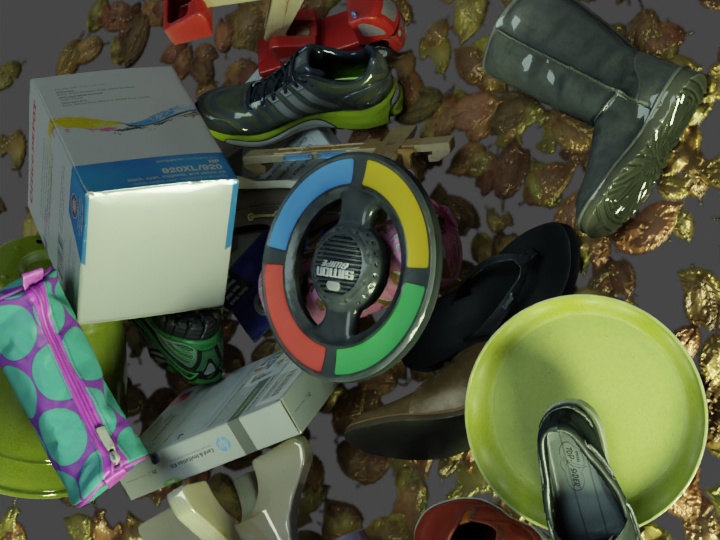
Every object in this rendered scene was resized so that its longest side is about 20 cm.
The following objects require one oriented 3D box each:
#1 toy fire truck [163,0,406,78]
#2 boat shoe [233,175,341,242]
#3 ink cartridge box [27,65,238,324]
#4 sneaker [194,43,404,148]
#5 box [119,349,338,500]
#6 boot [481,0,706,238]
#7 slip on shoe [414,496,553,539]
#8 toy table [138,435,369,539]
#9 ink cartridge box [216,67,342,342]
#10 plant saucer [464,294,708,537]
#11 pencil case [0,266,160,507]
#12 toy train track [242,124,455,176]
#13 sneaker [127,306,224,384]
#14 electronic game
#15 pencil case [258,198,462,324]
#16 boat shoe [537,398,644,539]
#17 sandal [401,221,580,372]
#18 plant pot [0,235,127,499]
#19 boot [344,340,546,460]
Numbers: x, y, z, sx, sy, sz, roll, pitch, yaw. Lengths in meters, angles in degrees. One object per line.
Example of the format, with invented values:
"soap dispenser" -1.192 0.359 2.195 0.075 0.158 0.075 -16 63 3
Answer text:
"toy fire truck" -0.070 -0.236 1.717 0.199 0.141 0.049 -15 56 17
"boat shoe" -0.066 -0.056 1.695 0.199 0.072 0.060 3 90 32
"ink cartridge box" -0.216 -0.074 1.689 0.200 0.144 0.148 -122 33 -46
"sneaker" -0.061 -0.173 1.713 0.198 0.081 0.074 -10 52 4
"box" -0.114 0.129 1.676 0.199 0.156 0.041 -23 104 27
"boot" 0.179 -0.143 1.586 0.199 0.073 0.182 32 84 29
"slip on shoe" 0.092 0.228 1.524 0.200 0.061 0.075 6 85 65
"toy table" -0.099 0.238 1.634 0.199 0.184 0.118 -28 79 8
"ink cartridge box" -0.099 -0.068 1.780 0.200 0.041 0.200 -47 57 16
"plant saucer" 0.185 0.117 1.499 0.198 0.031 0.202 2 97 14
"pencil case" -0.259 0.100 1.601 0.201 0.085 0.092 62 151 -1
"toy train track" -0.010 -0.099 1.684 0.198 0.115 0.033 -2 110 17
"sneaker" -0.194 0.055 1.781 0.200 0.078 0.086 33 132 57
"electronic game" -0.010 -0.003 1.584 0.199 0.041 0.202 -7 79 39
"pencil case" 0.000 0.000 1.656 0.199 0.083 0.087 -19 69 38
"boat shoe" 0.185 0.205 1.460 0.074 0.066 0.201 -10 94 18
"sandal" 0.110 0.029 1.607 0.200 0.043 0.076 -36 60 23
"plant pot" -0.306 0.078 1.748 0.200 0.199 0.194 41 130 35
"boot" 0.078 0.114 1.602 0.199 0.074 0.076 -15 55 24
